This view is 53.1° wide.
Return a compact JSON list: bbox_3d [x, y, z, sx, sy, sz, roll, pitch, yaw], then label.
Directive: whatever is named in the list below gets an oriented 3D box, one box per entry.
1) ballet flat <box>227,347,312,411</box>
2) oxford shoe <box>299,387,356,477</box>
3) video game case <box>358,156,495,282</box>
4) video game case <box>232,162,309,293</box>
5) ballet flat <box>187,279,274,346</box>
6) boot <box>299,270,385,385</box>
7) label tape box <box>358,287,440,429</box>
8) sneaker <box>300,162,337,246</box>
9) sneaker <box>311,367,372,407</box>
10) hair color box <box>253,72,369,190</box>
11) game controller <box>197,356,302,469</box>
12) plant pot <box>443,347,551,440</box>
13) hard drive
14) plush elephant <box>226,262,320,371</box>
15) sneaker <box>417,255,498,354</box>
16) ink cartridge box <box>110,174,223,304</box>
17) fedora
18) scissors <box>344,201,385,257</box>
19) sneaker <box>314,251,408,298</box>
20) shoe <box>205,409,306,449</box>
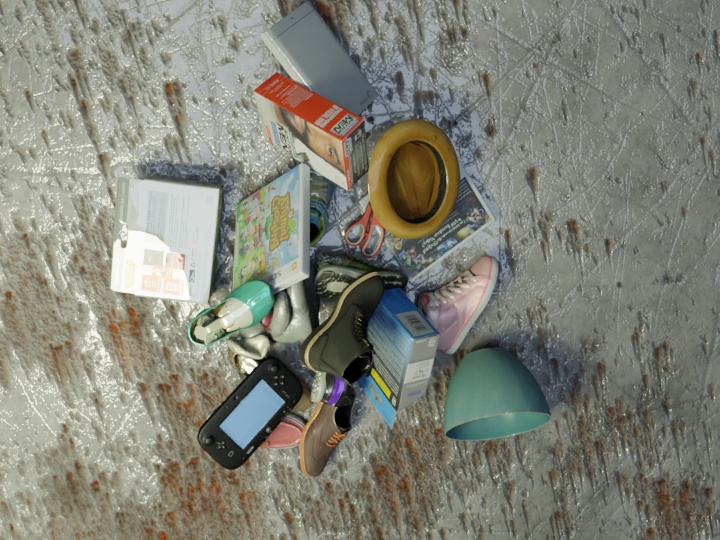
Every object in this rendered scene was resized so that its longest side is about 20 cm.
[{"bbox_3d":[-0.169,0.204,1.336,0.199,0.065,0.071,39,95,-12],"label":"ballet flat"},{"bbox_3d":[-0.061,0.303,1.353,0.070,0.072,0.205,7,103,-40],"label":"oxford shoe"},{"bbox_3d":[0.123,-0.111,1.327,0.198,0.023,0.184,-35,102,1],"label":"video game case"},{"bbox_3d":[-0.151,-0.055,1.201,0.180,0.205,0.022,-24,146,38],"label":"video game case"},{"bbox_3d":[-0.215,0.079,1.168,0.198,0.070,0.068,-28,103,39],"label":"ballet flat"},{"bbox_3d":[0.004,0.099,1.189,0.078,0.137,0.202,46,73,-33],"label":"boot"},{"bbox_3d":[0.064,0.158,1.301,0.062,0.145,0.204,-9,126,-27],"label":"label tape box"},{"bbox_3d":[-0.076,-0.132,1.247,0.077,0.131,0.206,9,100,-6],"label":"sneaker"},{"bbox_3d":[-0.022,0.152,1.317,0.097,0.070,0.205,17,75,-9],"label":"sneaker"},{"bbox_3d":[-0.080,-0.230,1.184,0.198,0.112,0.064,32,62,26],"label":"hair color box"},{"bbox_3d":[-0.193,0.252,1.273,0.104,0.042,0.200,45,80,-11],"label":"game controller"},{"bbox_3d":[0.242,0.224,1.336,0.194,0.201,0.138,-5,64,-5],"label":"plant pot"},{"bbox_3d":[-0.065,-0.344,1.220,0.201,0.026,0.132,51,49,-13],"label":"hard drive"},{"bbox_3d":[-0.152,0.081,1.266,0.150,0.165,0.206,-8,90,10],"label":"plush elephant"},{"bbox_3d":[0.172,0.049,1.335,0.103,0.076,0.203,26,102,-15],"label":"sneaker"},{"bbox_3d":[-0.337,-0.058,1.258,0.171,0.084,0.206,7,100,-7],"label":"ink cartridge box"},{"bbox_3d":[0.081,-0.159,1.249,0.196,0.082,0.206,-7,106,-24],"label":"fedora"},{"bbox_3d":[0.032,-0.122,1.294,0.072,0.014,0.204,23,106,-1],"label":"scissors"},{"bbox_3d":[0.000,0.000,1.310,0.196,0.090,0.077,9,134,-31],"label":"sneaker"},{"bbox_3d":[-0.195,0.309,1.341,0.194,0.091,0.074,8,101,-7],"label":"shoe"}]
